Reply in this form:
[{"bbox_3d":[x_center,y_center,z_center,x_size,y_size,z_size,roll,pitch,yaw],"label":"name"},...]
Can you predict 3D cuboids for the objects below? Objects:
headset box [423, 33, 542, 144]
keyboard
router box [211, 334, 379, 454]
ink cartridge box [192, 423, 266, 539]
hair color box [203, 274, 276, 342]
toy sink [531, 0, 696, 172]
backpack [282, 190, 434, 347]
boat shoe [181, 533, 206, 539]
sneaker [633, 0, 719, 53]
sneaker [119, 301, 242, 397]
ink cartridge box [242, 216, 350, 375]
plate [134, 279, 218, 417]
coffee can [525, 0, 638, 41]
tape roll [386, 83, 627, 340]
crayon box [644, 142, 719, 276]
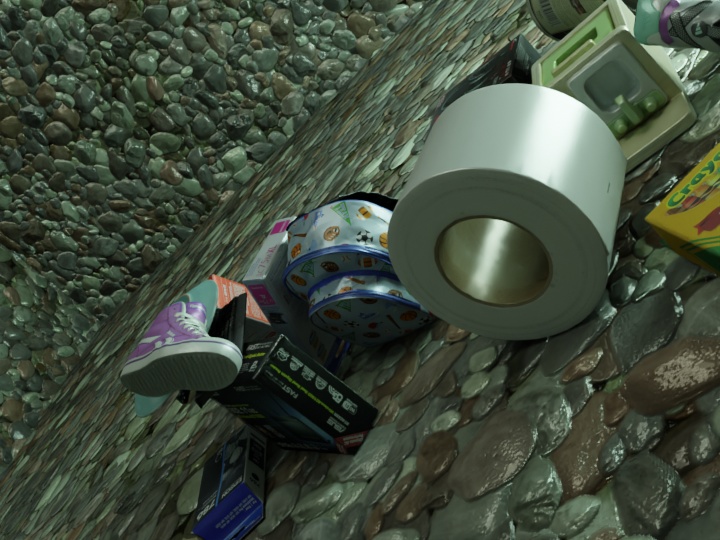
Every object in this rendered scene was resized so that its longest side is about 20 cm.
[{"bbox_3d":[0.189,-0.253,1.316,0.200,0.077,0.149,-33,23,37],"label":"headset box"},{"bbox_3d":[-0.186,0.105,1.040,0.127,0.021,0.200,-47,18,13],"label":"keyboard"},{"bbox_3d":[-0.092,0.151,1.003,0.200,0.150,0.062,-18,35,59],"label":"router box"},{"bbox_3d":[-0.168,0.282,1.097,0.099,0.039,0.200,-45,18,9],"label":"ink cartridge box"},{"bbox_3d":[-0.165,0.084,1.238,0.111,0.200,0.064,-38,47,29],"label":"hair color box"},{"bbox_3d":[0.272,-0.204,0.945,0.130,0.112,0.200,-39,20,30],"label":"toy sink"},{"bbox_3d":[0.000,0.000,1.040,0.200,0.190,0.155,-33,39,41],"label":"backpack"},{"bbox_3d":[-0.160,0.336,0.902,0.074,0.076,0.200,-59,19,-21],"label":"boat shoe"},{"bbox_3d":[0.387,-0.255,0.849,0.200,0.078,0.140,-27,37,-30],"label":"sneaker"},{"bbox_3d":[-0.194,0.075,0.961,0.200,0.073,0.115,-11,44,42],"label":"sneaker"},{"bbox_3d":[-0.074,0.044,1.115,0.042,0.200,0.120,-9,39,31],"label":"ink cartridge box"},{"bbox_3d":[-0.250,0.096,1.106,0.200,0.026,0.201,-44,27,29],"label":"plate"},{"bbox_3d":[0.334,-0.397,1.151,0.147,0.146,0.200,-50,17,-5],"label":"coffee can"},{"bbox_3d":[0.138,-0.052,0.793,0.202,0.203,0.139,-32,23,43],"label":"tape roll"},{"bbox_3d":[0.304,-0.054,0.644,0.127,0.051,0.200,-47,17,5],"label":"crayon box"}]
